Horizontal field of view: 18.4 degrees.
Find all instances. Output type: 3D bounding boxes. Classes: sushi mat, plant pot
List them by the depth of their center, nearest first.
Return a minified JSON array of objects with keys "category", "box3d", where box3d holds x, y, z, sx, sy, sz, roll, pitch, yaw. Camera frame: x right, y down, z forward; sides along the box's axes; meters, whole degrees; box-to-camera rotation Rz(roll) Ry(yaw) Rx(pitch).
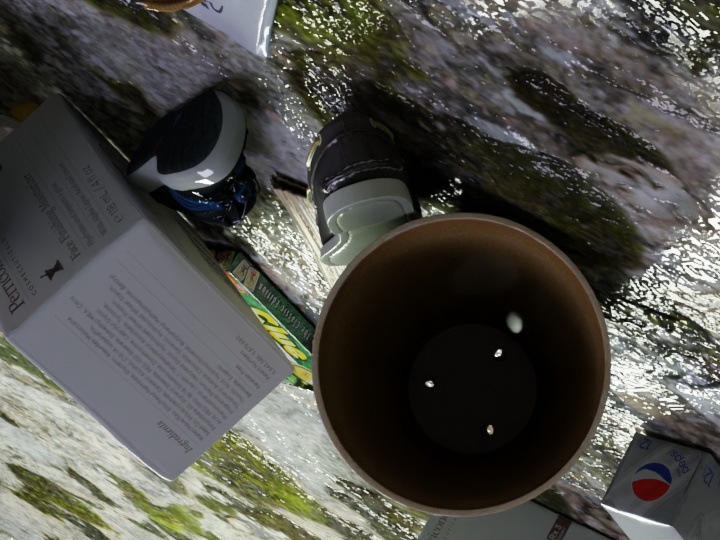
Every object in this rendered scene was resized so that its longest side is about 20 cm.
[{"category":"plant pot","box3d":[0.072,0.071,1.462,0.185,0.187,0.200,28,176,9]},{"category":"sushi mat","box3d":[0.000,0.000,1.609,0.095,0.012,0.200,21,159,26]}]

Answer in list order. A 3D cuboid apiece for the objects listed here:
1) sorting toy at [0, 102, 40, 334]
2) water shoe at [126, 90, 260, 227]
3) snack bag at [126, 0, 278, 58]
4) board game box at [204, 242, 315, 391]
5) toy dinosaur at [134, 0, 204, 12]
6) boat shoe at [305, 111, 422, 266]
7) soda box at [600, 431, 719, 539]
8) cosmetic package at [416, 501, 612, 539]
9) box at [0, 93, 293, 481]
[{"category":"sorting toy","box3d":[-0.307,-0.079,1.765,0.180,0.106,0.201,31,148,53]},{"category":"water shoe","box3d":[-0.096,-0.072,1.500,0.079,0.072,0.200,33,172,-16]},{"category":"snack bag","box3d":[-0.128,-0.201,1.286,0.199,0.021,0.189,31,161,2]},{"category":"board game box","box3d":[-0.082,0.041,1.829,0.104,0.024,0.200,9,151,44]},{"category":"toy dinosaur","box3d":[-0.074,-0.179,1.167,0.200,0.061,0.106,38,140,-9]},{"category":"boat shoe","box3d":[0.002,-0.048,1.415,0.071,0.061,0.201,-14,169,-3]},{"category":"soda box","box3d":[0.255,0.201,1.643,0.068,0.064,0.200,14,155,41]},{"category":"cosmetic package","box3d":[0.148,0.260,1.905,0.199,0.102,0.074,24,160,18]},{"category":"box","box3d":[-0.182,0.012,1.628,0.200,0.131,0.199,47,-178,-40]}]
